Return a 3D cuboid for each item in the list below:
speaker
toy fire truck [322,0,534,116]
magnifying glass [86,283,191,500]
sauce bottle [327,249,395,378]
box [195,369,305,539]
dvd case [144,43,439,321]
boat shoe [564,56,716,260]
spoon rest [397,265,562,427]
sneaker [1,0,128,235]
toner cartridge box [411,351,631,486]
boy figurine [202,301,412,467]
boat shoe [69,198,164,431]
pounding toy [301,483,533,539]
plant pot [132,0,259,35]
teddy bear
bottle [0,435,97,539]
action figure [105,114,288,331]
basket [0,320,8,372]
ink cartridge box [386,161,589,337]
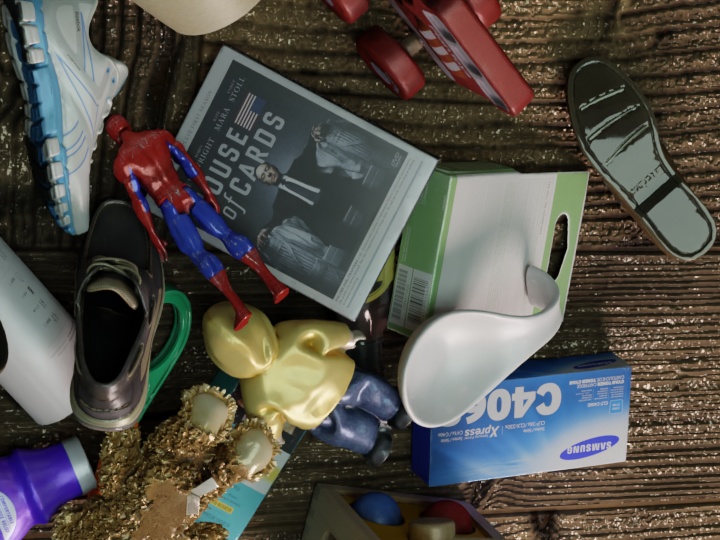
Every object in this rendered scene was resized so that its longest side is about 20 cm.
[{"bbox_3d":[-0.287,0.028,1.520,0.081,0.081,0.200,-42,116,-5],"label":"speaker"},{"bbox_3d":[0.050,-0.217,1.528,0.112,0.168,0.200,-41,116,-5],"label":"toy fire truck"},{"bbox_3d":[-0.190,0.104,1.601,0.079,0.022,0.201,-6,117,-55],"label":"magnifying glass"},{"bbox_3d":[0.000,0.000,1.632,0.066,0.066,0.202,-9,107,-19],"label":"sauce bottle"},{"bbox_3d":[-0.105,0.146,1.643,0.082,0.049,0.201,31,93,-26],"label":"box"},{"bbox_3d":[-0.057,-0.071,1.566,0.199,0.025,0.151,28,95,-1],"label":"dvd case"},{"bbox_3d":[0.237,-0.095,1.697,0.072,0.068,0.201,-30,94,0],"label":"boat shoe"},{"bbox_3d":[0.104,0.059,1.614,0.200,0.060,0.100,-33,126,-37],"label":"spoon rest"},{"bbox_3d":[-0.219,-0.127,1.507,0.086,0.075,0.201,-14,111,-23],"label":"sneaker"},{"bbox_3d":[0.146,0.133,1.741,0.199,0.043,0.096,-6,109,-20],"label":"toner cartridge box"},{"bbox_3d":[-0.053,0.092,1.584,0.199,0.064,0.125,29,97,-24],"label":"boy figurine"},{"bbox_3d":[-0.188,0.025,1.505,0.074,0.201,0.073,2,149,-9],"label":"boat shoe"},{"bbox_3d":[0.069,0.256,1.661,0.183,0.200,0.143,10,102,-24],"label":"pounding toy"},{"bbox_3d":[-0.149,-0.280,1.441,0.187,0.187,0.200,-38,129,-7],"label":"plant pot"},{"bbox_3d":[-0.157,0.175,1.563,0.144,0.067,0.201,20,113,-26],"label":"teddy bear"},{"bbox_3d":[-0.314,0.196,1.567,0.199,0.065,0.084,-23,108,-14],"label":"bottle"},{"bbox_3d":[-0.139,-0.045,1.530,0.065,0.052,0.200,-35,82,-17],"label":"action figure"},{"bbox_3d":[-0.371,0.084,1.435,0.199,0.136,0.181,-34,109,17],"label":"basket"},{"bbox_3d":[0.113,-0.020,1.673,0.199,0.048,0.147,-6,110,-50],"label":"ink cartridge box"}]
